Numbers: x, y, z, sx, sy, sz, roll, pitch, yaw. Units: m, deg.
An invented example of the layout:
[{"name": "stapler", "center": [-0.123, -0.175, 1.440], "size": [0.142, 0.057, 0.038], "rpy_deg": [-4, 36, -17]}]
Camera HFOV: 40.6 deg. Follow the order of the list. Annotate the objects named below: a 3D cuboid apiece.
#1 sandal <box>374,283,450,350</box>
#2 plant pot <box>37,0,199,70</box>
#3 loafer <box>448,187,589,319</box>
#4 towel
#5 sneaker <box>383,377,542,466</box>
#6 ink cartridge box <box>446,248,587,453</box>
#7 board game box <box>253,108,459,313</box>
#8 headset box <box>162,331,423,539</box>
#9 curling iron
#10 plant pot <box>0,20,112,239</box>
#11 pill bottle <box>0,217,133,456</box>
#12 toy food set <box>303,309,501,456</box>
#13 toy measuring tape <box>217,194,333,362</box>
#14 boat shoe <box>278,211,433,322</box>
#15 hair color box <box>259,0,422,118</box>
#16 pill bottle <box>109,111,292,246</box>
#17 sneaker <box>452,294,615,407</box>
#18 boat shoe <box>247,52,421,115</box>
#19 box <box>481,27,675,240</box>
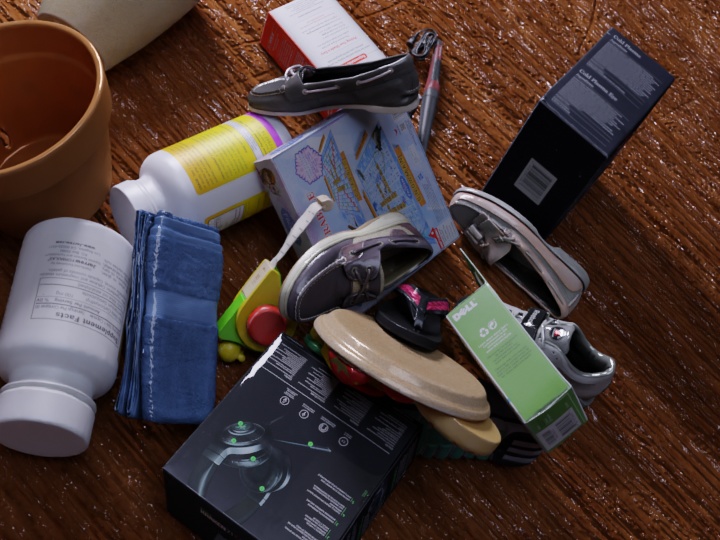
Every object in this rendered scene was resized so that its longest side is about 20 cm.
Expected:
[{"name": "sandal", "center": [0.064, 0.035, 1.035], "size": [0.074, 0.046, 0.200], "rpy_deg": [28, 15, 5]}, {"name": "plant pot", "center": [-0.279, -0.337, 1.127], "size": [0.185, 0.188, 0.202], "rpy_deg": [31, 70, 0]}, {"name": "loafer", "center": [0.184, -0.021, 1.169], "size": [0.198, 0.072, 0.063], "rpy_deg": [36, 63, -1]}, {"name": "towel", "center": [-0.183, 0.049, 0.955], "size": [0.111, 0.048, 0.205], "rpy_deg": [19, 68, -56]}, {"name": "sneaker", "center": [0.102, 0.152, 1.049], "size": [0.196, 0.075, 0.088], "rpy_deg": [16, 38, -18]}, {"name": "ink cartridge box", "center": [0.148, 0.083, 1.015], "size": [0.059, 0.104, 0.201], "rpy_deg": [-37, 56, 2]}, {"name": "board game box", "center": [0.002, -0.077, 1.091], "size": [0.198, 0.041, 0.203], "rpy_deg": [-35, 109, -33]}, {"name": "headset box", "center": [-0.066, 0.191, 0.917], "size": [0.172, 0.094, 0.201], "rpy_deg": [30, 54, 15]}, {"name": "curling iron", "center": [0.083, -0.232, 1.278], "size": [0.048, 0.026, 0.204], "rpy_deg": [1, 64, 5]}, {"name": "plant pot", "center": [-0.334, -0.126, 0.971], "size": [0.195, 0.141, 0.203], "rpy_deg": [-2, 55, 3]}, {"name": "pill bottle", "center": [-0.281, 0.064, 0.919], "size": [0.112, 0.115, 0.204], "rpy_deg": [11, 58, -13]}, {"name": "toy food set", "center": [0.040, 0.099, 0.939], "size": [0.197, 0.198, 0.049], "rpy_deg": [24, 99, -19]}, {"name": "toy measuring tape", "center": [-0.076, 0.019, 1.012], "size": [0.073, 0.074, 0.201], "rpy_deg": [39, 94, 6]}, {"name": "boat shoe", "center": [0.000, 0.000, 1.003], "size": [0.064, 0.073, 0.198], "rpy_deg": [30, 40, 31]}, {"name": "hair color box", "center": [-0.026, -0.252, 1.226], "size": [0.101, 0.061, 0.201], "rpy_deg": [-31, 75, -31]}, {"name": "pill bottle", "center": [-0.168, -0.094, 1.057], "size": [0.198, 0.105, 0.105], "rpy_deg": [-29, 74, -31]}, {"name": "sneaker", "center": [0.202, 0.074, 1.108], "size": [0.197, 0.089, 0.075], "rpy_deg": [28, 57, -1]}, {"name": "boat shoe", "center": [-0.031, -0.205, 1.053], "size": [0.195, 0.058, 0.067], "rpy_deg": [2, 33, 15]}, {"name": "box", "center": [0.261, -0.159, 1.193], "size": [0.104, 0.201, 0.182], "rpy_deg": [40, 57, 8]}]
